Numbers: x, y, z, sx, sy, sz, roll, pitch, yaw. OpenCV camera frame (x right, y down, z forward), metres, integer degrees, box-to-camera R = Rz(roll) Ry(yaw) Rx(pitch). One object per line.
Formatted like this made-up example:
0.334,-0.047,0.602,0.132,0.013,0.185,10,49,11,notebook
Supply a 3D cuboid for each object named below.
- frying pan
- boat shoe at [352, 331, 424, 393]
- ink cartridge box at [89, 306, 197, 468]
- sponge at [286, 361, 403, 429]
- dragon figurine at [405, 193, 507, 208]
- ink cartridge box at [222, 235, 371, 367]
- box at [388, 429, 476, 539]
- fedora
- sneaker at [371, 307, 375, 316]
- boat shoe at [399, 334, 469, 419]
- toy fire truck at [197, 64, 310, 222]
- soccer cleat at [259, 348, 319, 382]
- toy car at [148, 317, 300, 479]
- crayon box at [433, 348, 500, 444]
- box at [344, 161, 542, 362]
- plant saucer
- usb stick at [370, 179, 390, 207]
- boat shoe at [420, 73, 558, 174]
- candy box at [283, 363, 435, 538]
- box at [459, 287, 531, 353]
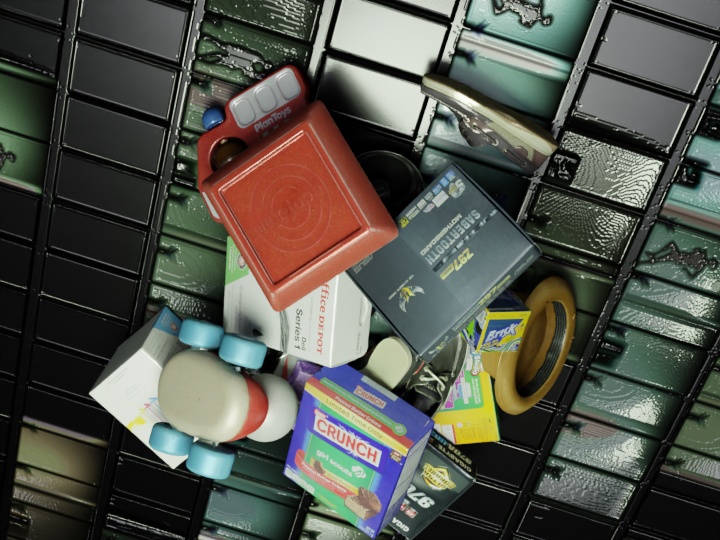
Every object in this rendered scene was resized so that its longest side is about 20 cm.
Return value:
0.047,-0.090,1.374,0.114,0.031,0.191,-18,124,22,frying pan
0.025,0.150,1.389,0.074,0.063,0.202,53,131,13,boat shoe
-0.278,0.184,1.500,0.125,0.129,0.200,-38,107,23,ink cartridge box
-0.026,0.211,1.503,0.199,0.030,0.112,19,120,-21,sponge
0.113,-0.058,1.321,0.099,0.199,0.059,21,128,42,dragon figurine
-0.087,0.034,1.366,0.199,0.084,0.148,14,107,34,ink cartridge box
0.050,0.290,1.488,0.200,0.046,0.159,39,115,-9,box
0.224,0.097,1.390,0.081,0.200,0.202,21,124,39,fedora
0.000,0.000,1.405,0.080,0.074,0.201,27,128,15,sneaker
0.100,0.158,1.386,0.070,0.064,0.201,23,99,-4,boat shoe
-0.135,-0.160,1.336,0.199,0.112,0.169,-26,86,18,toy fire truck
-0.076,0.103,1.475,0.073,0.068,0.201,22,117,-25,soccer cleat
-0.164,0.184,1.392,0.176,0.199,0.186,15,88,42,toy car
0.136,0.161,1.470,0.118,0.058,0.202,-7,115,11,crayon box
0.101,-0.011,1.236,0.200,0.051,0.158,-44,65,7,box
-0.084,-0.078,1.249,0.199,0.037,0.201,-32,87,17,plant saucer
-0.054,-0.074,1.319,0.198,0.056,0.033,-19,71,-5,usb stick
0.160,-0.188,1.290,0.199,0.072,0.065,26,112,-12,boat shoe
-0.007,0.245,1.369,0.168,0.077,0.201,31,130,18,candy box
0.143,0.028,1.322,0.069,0.200,0.065,0,121,-26,box
